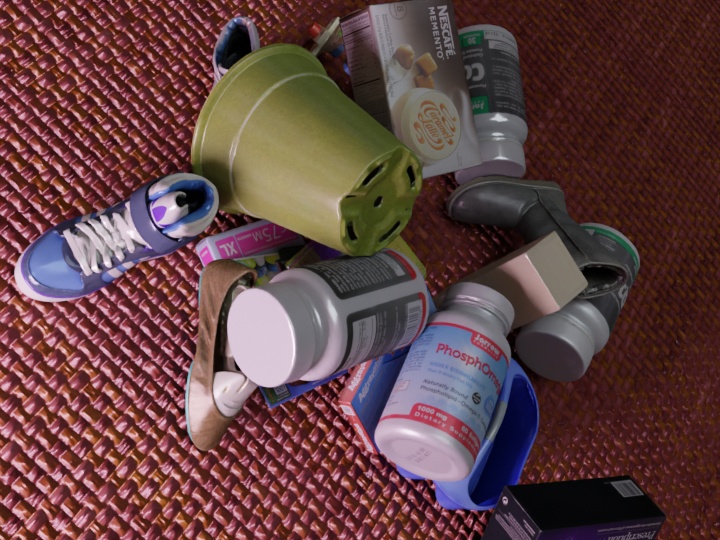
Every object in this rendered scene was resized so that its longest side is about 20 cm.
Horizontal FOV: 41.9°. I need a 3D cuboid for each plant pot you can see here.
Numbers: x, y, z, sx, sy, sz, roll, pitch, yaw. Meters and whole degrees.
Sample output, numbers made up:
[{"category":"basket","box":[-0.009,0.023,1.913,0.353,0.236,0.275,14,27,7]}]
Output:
[{"category":"plant pot","box":[-0.042,-0.110,0.986,0.200,0.201,0.190,-27,47,-36]}]

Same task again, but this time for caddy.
[{"category":"caddy","box":[0.132,0.186,1.104,0.141,0.105,0.200,38,56,-13]}]

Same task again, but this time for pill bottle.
[{"category":"pill bottle","box":[0.286,0.042,1.244,0.113,0.113,0.200,43,56,-12]},{"category":"pill bottle","box":[0.098,0.116,1.014,0.109,0.109,0.201,35,59,-16]},{"category":"pill bottle","box":[0.167,-0.220,1.278,0.113,0.113,0.201,8,67,-30]},{"category":"pill bottle","box":[-0.031,0.046,0.956,0.200,0.114,0.114,-14,80,-48]}]

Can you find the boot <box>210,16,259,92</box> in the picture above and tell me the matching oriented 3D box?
[{"category":"boot","box":[-0.152,-0.191,1.064,0.073,0.096,0.201,4,62,0]}]

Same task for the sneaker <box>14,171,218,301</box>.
[{"category":"sneaker","box":[-0.234,-0.043,0.934,0.199,0.146,0.081,-23,85,-37]}]

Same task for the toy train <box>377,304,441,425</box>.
[{"category":"toy train","box":[0.071,0.118,1.093,0.034,0.046,0.200,45,56,-23]}]

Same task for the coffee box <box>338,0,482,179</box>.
[{"category":"coffee box","box":[0.059,-0.208,1.096,0.114,0.080,0.201,-15,98,-27]}]

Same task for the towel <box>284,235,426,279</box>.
[{"category":"towel","box":[0.000,0.000,1.117,0.144,0.023,0.200,52,41,-11]}]

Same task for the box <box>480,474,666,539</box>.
[{"category":"box","box":[0.238,0.322,1.093,0.199,0.142,0.079,3,30,-31]}]

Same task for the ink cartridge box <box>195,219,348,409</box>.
[{"category":"ink cartridge box","box":[-0.091,0.041,1.061,0.119,0.042,0.201,-21,86,-36]}]

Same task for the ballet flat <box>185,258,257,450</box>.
[{"category":"ballet flat","box":[-0.135,0.085,0.971,0.068,0.072,0.201,23,68,-56]}]

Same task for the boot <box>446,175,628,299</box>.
[{"category":"boot","box":[0.219,-0.040,1.195,0.181,0.073,0.201,-6,44,-9]}]

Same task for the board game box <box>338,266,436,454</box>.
[{"category":"board game box","box":[0.038,0.102,1.097,0.200,0.019,0.103,-61,144,-33]}]

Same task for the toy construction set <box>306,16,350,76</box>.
[{"category":"toy construction set","box":[0.026,-0.264,1.199,0.199,0.092,0.131,25,31,-16]}]

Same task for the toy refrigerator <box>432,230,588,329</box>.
[{"category":"toy refrigerator","box":[0.173,0.028,1.132,0.070,0.200,0.076,-33,90,-37]}]
